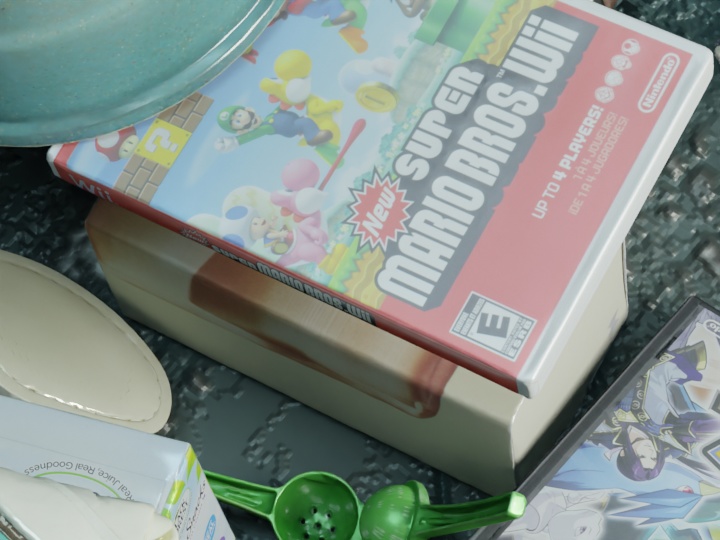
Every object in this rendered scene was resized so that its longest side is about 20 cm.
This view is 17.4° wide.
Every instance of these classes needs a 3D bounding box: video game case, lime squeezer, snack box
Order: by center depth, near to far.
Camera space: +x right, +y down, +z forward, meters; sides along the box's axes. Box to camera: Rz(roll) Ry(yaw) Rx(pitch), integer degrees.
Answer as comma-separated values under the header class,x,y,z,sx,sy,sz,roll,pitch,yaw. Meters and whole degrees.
class,x,y,z,sx,sy,sz,roll,pitch,yaw
video game case,0.007,-0.056,0.842,0.199,0.017,0.144,24,70,19
video game case,0.158,0.118,0.893,0.199,0.026,0.181,33,55,21
snack box,-0.151,0.091,0.917,0.198,0.142,0.053,13,67,14
lime squeezer,-0.006,0.090,0.927,0.199,0.071,0.038,4,51,35

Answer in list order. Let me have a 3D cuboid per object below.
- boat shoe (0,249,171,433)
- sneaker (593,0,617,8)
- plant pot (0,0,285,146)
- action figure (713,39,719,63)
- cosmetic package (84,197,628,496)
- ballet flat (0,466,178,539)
class,x,y,z,sx,sy,sz,roll,pitch,yaw
boat shoe,-0.175,0.027,0.970,0.199,0.060,0.072,25,41,-17
sneaker,0.029,-0.155,1.046,0.198,0.077,0.082,16,75,16
plant pot,-0.128,-0.179,0.807,0.198,0.196,0.202,-5,61,9
action figure,0.212,-0.080,0.968,0.118,0.102,0.202,-17,65,13
cosmetic package,0.000,0.000,0.968,0.199,0.087,0.104,23,68,18
ballet flat,-0.068,0.119,0.779,0.200,0.070,0.069,40,76,19
